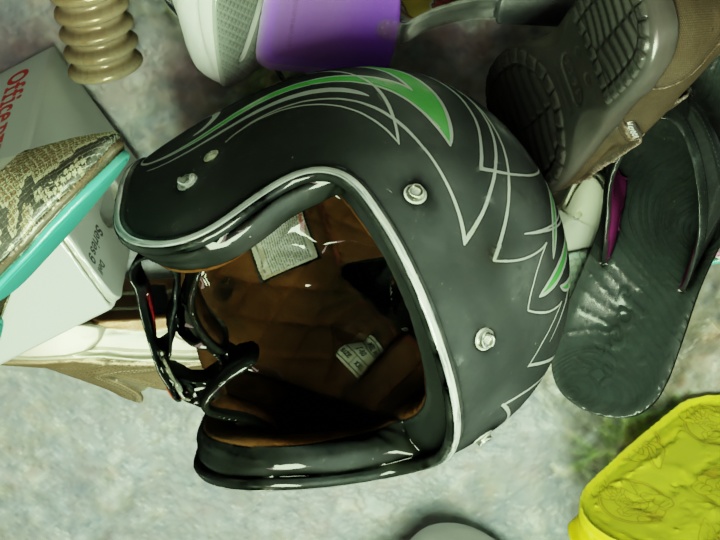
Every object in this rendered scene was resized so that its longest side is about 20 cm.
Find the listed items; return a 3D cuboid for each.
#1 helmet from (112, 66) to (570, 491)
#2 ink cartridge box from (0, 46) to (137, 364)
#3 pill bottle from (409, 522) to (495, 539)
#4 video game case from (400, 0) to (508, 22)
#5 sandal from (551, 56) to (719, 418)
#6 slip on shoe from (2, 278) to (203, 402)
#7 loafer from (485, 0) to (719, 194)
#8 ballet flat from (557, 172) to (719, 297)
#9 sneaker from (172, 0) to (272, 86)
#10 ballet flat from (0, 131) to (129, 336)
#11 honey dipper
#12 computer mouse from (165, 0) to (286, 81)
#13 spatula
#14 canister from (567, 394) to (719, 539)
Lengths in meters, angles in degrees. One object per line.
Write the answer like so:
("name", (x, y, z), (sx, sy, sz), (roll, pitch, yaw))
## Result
("helmet", (0.000, 0.000, 1.324), (0.190, 0.200, 0.200), (-12, 120, 9))
("ink cartridge box", (-0.213, -0.006, 1.395), (0.200, 0.146, 0.084), (-27, 116, 15))
("pill bottle", (0.013, 0.234, 1.554), (0.112, 0.113, 0.200), (35, 115, -19))
("video game case", (0.048, -0.215, 1.340), (0.182, 0.023, 0.200), (-16, 120, 10))
("sandal", (0.143, -0.027, 1.382), (0.075, 0.048, 0.201), (13, 87, 11))
("slip on shoe", (-0.120, 0.038, 1.464), (0.200, 0.076, 0.061), (-4, 115, -6))
("loafer", (0.118, -0.084, 1.335), (0.071, 0.200, 0.073), (-11, 80, -22))
("ballet flat", (0.147, -0.024, 1.434), (0.200, 0.069, 0.071), (-19, 101, 7))
("sneaker", (-0.078, -0.182, 1.335), (0.080, 0.070, 0.201), (14, 125, 34))
("ballet flat", (-0.178, 0.005, 1.286), (0.075, 0.068, 0.200), (35, 116, 5))
("honey dipper", (-0.139, -0.184, 1.355), (0.038, 0.038, 0.200), (-8, 116, 5))
("computer mouse", (-0.032, -0.088, 1.416), (0.059, 0.034, 0.200), (-32, 109, 18))
("spatula", (0.051, -0.119, 1.363), (0.200, 0.021, 0.057), (-6, 132, -17))
("canister", (0.166, 0.186, 1.508), (0.086, 0.148, 0.200), (23, 128, 29))
